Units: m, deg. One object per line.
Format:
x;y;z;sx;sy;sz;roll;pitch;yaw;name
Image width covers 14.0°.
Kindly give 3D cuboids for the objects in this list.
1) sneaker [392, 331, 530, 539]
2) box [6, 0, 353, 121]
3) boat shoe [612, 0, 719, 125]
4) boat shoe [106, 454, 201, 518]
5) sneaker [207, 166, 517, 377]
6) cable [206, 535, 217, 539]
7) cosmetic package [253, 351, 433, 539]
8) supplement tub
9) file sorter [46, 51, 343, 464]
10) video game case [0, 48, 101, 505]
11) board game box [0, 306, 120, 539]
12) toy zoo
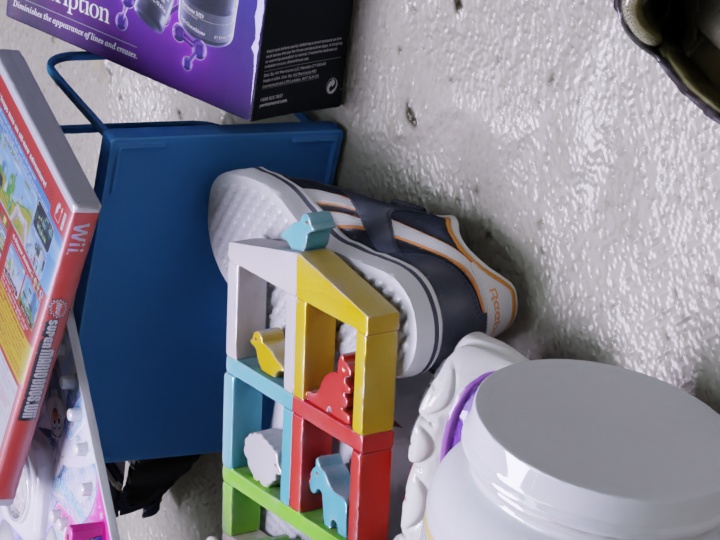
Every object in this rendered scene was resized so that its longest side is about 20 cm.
0.063;0.128;1.434;0.083;0.081;0.201;23;130;22;sneaker
-0.096;-0.180;1.594;0.199;0.079;0.142;24;113;37;box
0.142;-0.124;1.275;0.200;0.064;0.074;49;135;44;boat shoe
-0.160;0.058;1.776;0.093;0.074;0.201;-59;44;44;boat shoe
0.000;0.000;1.504;0.200;0.079;0.079;33;125;47;sneaker
-0.079;0.204;1.547;0.200;0.097;0.051;77;177;-54;cable
-0.005;0.147;1.545;0.101;0.071;0.201;42;129;46;cosmetic package
0.091;0.157;1.326;0.145;0.145;0.201;42;129;47;supplement tub
-0.114;-0.012;1.636;0.123;0.138;0.201;46;132;48;file sorter
-0.190;0.004;1.567;0.143;0.017;0.201;58;139;44;video game case
-0.190;0.118;1.618;0.200;0.026;0.201;-50;48;52;board game box
-0.027;0.068;1.473;0.131;0.020;0.201;28;121;52;toy zoo
